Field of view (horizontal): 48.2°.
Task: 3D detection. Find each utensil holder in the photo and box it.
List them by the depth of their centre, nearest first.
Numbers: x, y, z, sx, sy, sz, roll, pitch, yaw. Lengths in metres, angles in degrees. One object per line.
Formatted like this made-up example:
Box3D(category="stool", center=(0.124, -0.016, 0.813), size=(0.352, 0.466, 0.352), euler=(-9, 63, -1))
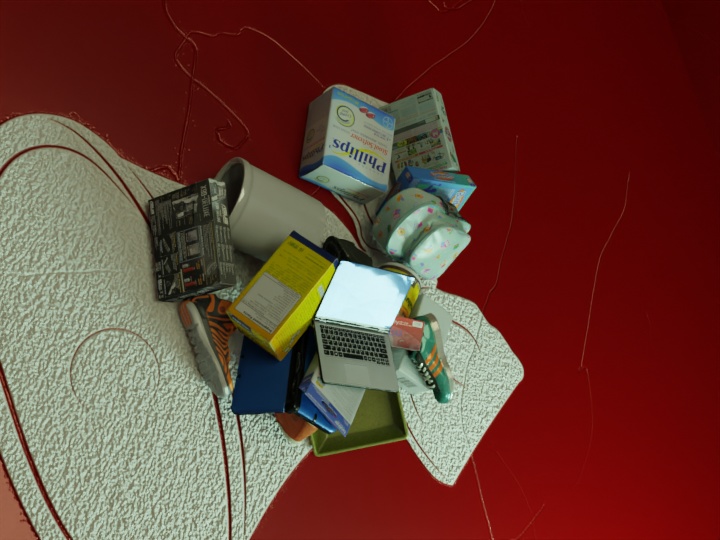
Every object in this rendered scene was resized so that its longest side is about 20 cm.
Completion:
Box3D(category="utensil holder", center=(-0.192, -0.108, 1.606), size=(0.199, 0.170, 0.171), euler=(24, 63, -31))

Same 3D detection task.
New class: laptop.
Box3D(category="laptop", center=(0.018, 0.109, 1.517), size=(0.187, 0.116, 0.201), euler=(13, 54, -37))

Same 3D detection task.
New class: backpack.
Box3D(category="backpack", center=(0.136, -0.085, 1.820), size=(0.200, 0.176, 0.154), euler=(27, 23, -37))

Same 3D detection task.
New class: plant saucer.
Box3D(category="plant saucer", center=(-0.016, 0.260, 1.645), size=(0.048, 0.199, 0.201), euler=(-16, 93, -83))

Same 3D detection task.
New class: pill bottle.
Box3D(category="pill bottle", center=(0.054, 0.087, 1.774), size=(0.109, 0.109, 0.200), euler=(40, 56, -21))

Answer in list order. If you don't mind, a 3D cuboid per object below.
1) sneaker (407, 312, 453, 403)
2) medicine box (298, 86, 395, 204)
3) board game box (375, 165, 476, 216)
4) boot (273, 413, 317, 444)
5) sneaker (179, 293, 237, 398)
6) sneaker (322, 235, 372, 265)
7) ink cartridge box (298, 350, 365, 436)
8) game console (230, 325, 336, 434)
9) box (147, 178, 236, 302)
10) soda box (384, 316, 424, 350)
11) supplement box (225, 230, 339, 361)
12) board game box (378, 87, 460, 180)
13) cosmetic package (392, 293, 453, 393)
Box3D(category="sneaker", center=(0.142, 0.198, 1.750), size=(0.080, 0.071, 0.201), euler=(-15, 91, -22))
Box3D(category="medicine box", center=(-0.028, -0.279, 1.826), size=(0.182, 0.103, 0.201), euler=(20, 64, -32))
Box3D(category="board game box", center=(0.155, -0.166, 1.902), size=(0.199, 0.152, 0.045), euler=(4, 44, -37))
Box3D(category="boot", center=(-0.152, 0.246, 1.592), size=(0.075, 0.107, 0.200), euler=(-6, 52, -48))
Box3D(category="sneaker", center=(-0.259, 0.136, 1.539), size=(0.112, 0.077, 0.201), euler=(-19, 88, -38))
Box3D(category="sneaker", center=(0.000, 0.000, 1.746), size=(0.091, 0.076, 0.200), euler=(-1, 49, -47))
Box3D(category="ink cartridge box", center=(-0.047, 0.211, 1.513), size=(0.119, 0.042, 0.200), euler=(50, 30, -16))
Box3D(category="game console", center=(-0.135, 0.208, 1.539), size=(0.171, 0.118, 0.201), euler=(39, 39, -33))
Box3D(category="box", center=(-0.315, -0.054, 1.498), size=(0.050, 0.157, 0.201), euler=(9, 69, -59))
Box3D(category="soda box", center=(0.026, 0.117, 1.657), size=(0.199, 0.070, 0.064), euler=(12, 83, -9))
Box3D(category="supplement box", center=(-0.136, 0.047, 1.498), size=(0.109, 0.110, 0.200), euler=(33, 73, 19))
Box3D(category="board game box", center=(0.141, -0.315, 1.935), size=(0.064, 0.147, 0.201), euler=(5, 71, -66))
Box3D(category="cosmetic package", center=(0.129, 0.167, 1.832), size=(0.101, 0.071, 0.201), euler=(37, 58, -24))
